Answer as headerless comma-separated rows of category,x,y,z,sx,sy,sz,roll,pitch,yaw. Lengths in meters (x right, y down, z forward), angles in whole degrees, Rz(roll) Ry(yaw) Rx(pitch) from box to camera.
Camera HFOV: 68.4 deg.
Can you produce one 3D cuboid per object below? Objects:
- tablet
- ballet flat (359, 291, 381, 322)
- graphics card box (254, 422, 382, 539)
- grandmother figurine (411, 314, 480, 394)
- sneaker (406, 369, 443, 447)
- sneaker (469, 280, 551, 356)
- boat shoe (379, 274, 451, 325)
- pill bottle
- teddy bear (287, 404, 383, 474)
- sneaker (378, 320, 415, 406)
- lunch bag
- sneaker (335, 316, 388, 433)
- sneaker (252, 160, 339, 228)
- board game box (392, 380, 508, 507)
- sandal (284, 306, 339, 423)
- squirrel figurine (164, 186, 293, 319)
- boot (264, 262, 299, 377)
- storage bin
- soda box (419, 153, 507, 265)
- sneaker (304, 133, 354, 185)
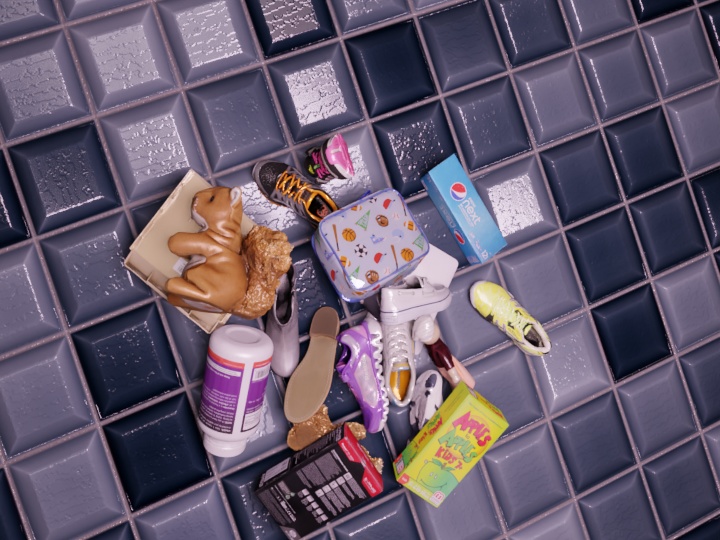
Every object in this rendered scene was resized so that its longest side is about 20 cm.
tablet,0.100,0.044,1.036,0.127,0.014,0.206,27,83,-7
ballet flat,0.000,0.000,0.982,0.070,0.073,0.208,-6,72,-9
graphics card box,-0.072,0.372,0.925,0.196,0.051,0.127,-33,104,8
grandmother figurine,0.154,0.162,0.984,0.060,0.120,0.203,-39,115,-13
sneaker,0.161,0.285,0.994,0.124,0.079,0.208,3,98,-16
sneaker,0.299,0.089,1.035,0.198,0.076,0.076,38,84,-5
boat shoe,0.106,0.041,0.948,0.197,0.071,0.070,-18,105,-53
pill bottle,-0.218,0.207,0.910,0.108,0.113,0.208,12,103,-8
teddy bear,-0.047,0.335,0.976,0.195,0.067,0.149,27,101,-8
sneaker,0.073,0.146,0.982,0.073,0.081,0.209,-5,91,-4
lunch bag,0.019,-0.051,0.926,0.196,0.076,0.163,-27,77,-29
sneaker,-0.002,0.193,0.961,0.085,0.080,0.209,-7,92,-23
sneaker,-0.111,-0.142,0.976,0.196,0.077,0.080,31,84,-6
board game box,0.156,0.307,0.932,0.100,0.048,0.202,35,101,-15
sandal,-0.077,0.181,0.975,0.074,0.070,0.219,9,64,13
squirrel figurine,-0.205,-0.031,0.844,0.192,0.142,0.194,13,74,-9
boot,-0.139,0.092,0.932,0.067,0.131,0.209,-5,88,-10
storage bin,-0.273,-0.031,0.935,0.198,0.094,0.201,38,82,-7
soda box,0.200,-0.116,1.034,0.067,0.064,0.204,-32,93,-10
sneaker,-0.060,-0.189,0.936,0.084,0.200,0.076,-19,101,5
